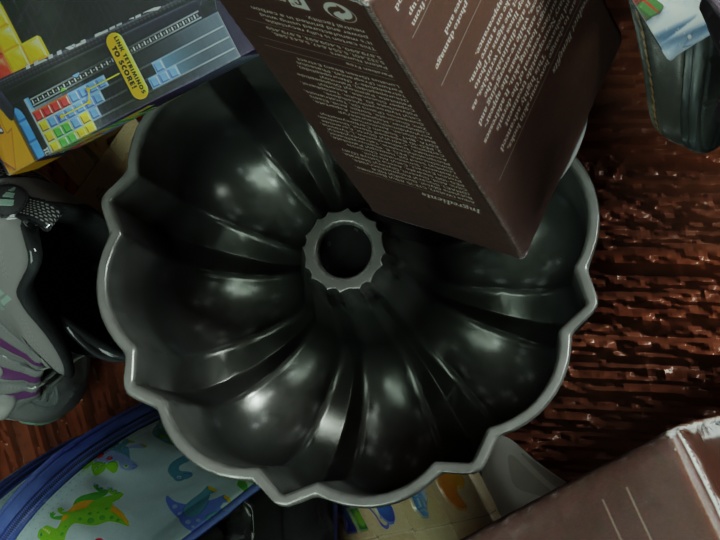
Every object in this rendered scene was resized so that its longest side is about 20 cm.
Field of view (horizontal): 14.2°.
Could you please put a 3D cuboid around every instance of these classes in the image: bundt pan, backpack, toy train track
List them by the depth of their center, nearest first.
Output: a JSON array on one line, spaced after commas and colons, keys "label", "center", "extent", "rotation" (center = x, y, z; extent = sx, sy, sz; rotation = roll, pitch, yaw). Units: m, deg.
[{"label": "bundt pan", "center": [0.000, 0.000, 1.151], "extent": [0.201, 0.076, 0.203], "rotation": [-2, 78, 10]}, {"label": "toy train track", "center": [-0.072, -0.007, 1.247], "extent": [0.200, 0.033, 0.115], "rotation": [50, 146, 4]}, {"label": "backpack", "center": [-0.104, 0.156, 1.280], "extent": [0.147, 0.183, 0.201], "rotation": [30, 133, 27]}]

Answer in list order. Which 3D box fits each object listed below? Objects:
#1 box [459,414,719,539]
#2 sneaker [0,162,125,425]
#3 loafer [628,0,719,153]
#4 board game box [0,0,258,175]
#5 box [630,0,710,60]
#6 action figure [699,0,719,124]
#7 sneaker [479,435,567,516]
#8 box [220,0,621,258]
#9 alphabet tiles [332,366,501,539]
[{"label": "box", "center": [0.099, 0.167, 1.077], "extent": [0.200, 0.166, 0.165], "rotation": [-30, 78, 23]}, {"label": "sneaker", "center": [-0.125, 0.025, 1.229], "extent": [0.140, 0.078, 0.200], "rotation": [24, 159, 29]}, {"label": "loafer", "center": [0.113, -0.142, 1.067], "extent": [0.072, 0.073, 0.201], "rotation": [10, 114, 30]}, {"label": "board game box", "center": [-0.105, -0.160, 1.094], "extent": [0.165, 0.057, 0.201], "rotation": [-25, 94, 29]}, {"label": "box", "center": [0.153, -0.181, 0.980], "extent": [0.200, 0.040, 0.137], "rotation": [-30, 111, 10]}, {"label": "action figure", "center": [0.215, -0.099, 0.985], "extent": [0.069, 0.200, 0.130], "rotation": [57, 170, 23]}, {"label": "sneaker", "center": [0.142, 0.116, 1.225], "extent": [0.200, 0.076, 0.115], "rotation": [42, 112, 0]}, {"label": "box", "center": [0.022, -0.095, 1.016], "extent": [0.075, 0.100, 0.200], "rotation": [17, 162, 27]}, {"label": "alphabet tiles", "center": [0.017, 0.113, 1.257], "extent": [0.167, 0.008, 0.201], "rotation": [-20, 98, 61]}]
